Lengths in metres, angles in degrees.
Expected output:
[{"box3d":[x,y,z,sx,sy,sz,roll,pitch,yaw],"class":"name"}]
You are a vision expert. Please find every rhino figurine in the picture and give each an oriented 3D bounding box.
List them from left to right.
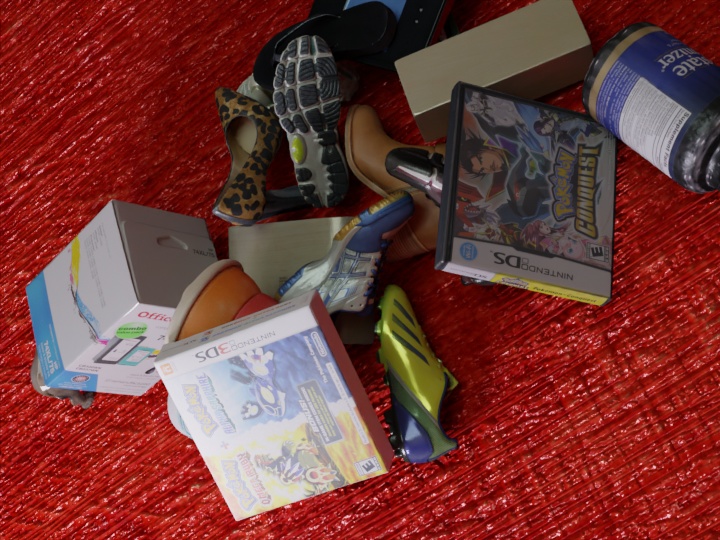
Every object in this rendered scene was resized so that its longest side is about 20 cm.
[{"box3d":[-0.387,0.076,1.594,0.059,0.087,0.202,-9,71,30],"class":"rhino figurine"}]

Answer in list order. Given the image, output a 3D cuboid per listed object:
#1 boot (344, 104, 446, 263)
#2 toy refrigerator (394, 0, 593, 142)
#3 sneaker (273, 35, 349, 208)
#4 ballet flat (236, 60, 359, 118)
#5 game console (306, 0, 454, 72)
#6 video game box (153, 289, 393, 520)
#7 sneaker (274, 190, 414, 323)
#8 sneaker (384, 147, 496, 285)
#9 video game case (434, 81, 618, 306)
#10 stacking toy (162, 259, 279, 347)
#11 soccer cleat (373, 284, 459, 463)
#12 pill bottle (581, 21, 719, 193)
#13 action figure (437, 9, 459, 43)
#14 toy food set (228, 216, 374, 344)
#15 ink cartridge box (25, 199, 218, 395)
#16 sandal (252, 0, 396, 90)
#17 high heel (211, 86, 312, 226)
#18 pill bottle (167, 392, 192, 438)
[{"box3d":[0.073,-0.121,1.361,0.154,0.074,0.201,-25,74,25],"class":"boot"},{"box3d":[0.145,-0.216,1.311,0.199,0.070,0.076,-22,64,7],"class":"toy refrigerator"},{"box3d":[-0.057,-0.173,1.408,0.077,0.080,0.202,-5,112,1],"class":"sneaker"},{"box3d":[-0.093,-0.231,1.506,0.199,0.072,0.072,-8,72,32],"class":"ballet flat"},{"box3d":[0.028,-0.324,1.414,0.199,0.031,0.178,22,86,41],"class":"game console"},{"box3d":[-0.088,0.140,1.244,0.181,0.047,0.201,-20,107,18],"class":"video game box"},{"box3d":[0.000,0.000,1.323,0.200,0.075,0.088,-44,79,24],"class":"sneaker"},{"box3d":[0.105,-0.044,1.269,0.199,0.076,0.116,22,113,0],"class":"sneaker"},{"box3d":[0.170,-0.078,1.218,0.026,0.179,0.202,129,150,-65],"class":"video game case"},{"box3d":[-0.099,0.091,1.302,0.199,0.146,0.147,27,92,15],"class":"stacking toy"},{"box3d":[0.062,0.108,1.313,0.083,0.065,0.202,-11,66,6],"class":"soccer cleat"},{"box3d":[0.318,-0.146,1.177,0.112,0.112,0.200,-52,55,10],"class":"pill bottle"},{"box3d":[0.079,-0.248,1.404,0.118,0.055,0.201,-31,62,26],"class":"action figure"},{"box3d":[-0.073,0.016,1.430,0.199,0.060,0.145,-4,85,34],"class":"toy food set"},{"box3d":[-0.282,0.037,1.477,0.200,0.146,0.147,-39,57,33],"class":"ink cartridge box"},{"box3d":[-0.051,-0.269,1.417,0.199,0.043,0.077,-18,66,33],"class":"sandal"},{"box3d":[-0.155,-0.142,1.450,0.201,0.142,0.072,55,132,19],"class":"high heel"},{"box3d":[-0.116,0.168,1.372,0.199,0.111,0.112,22,89,35],"class":"pill bottle"}]
